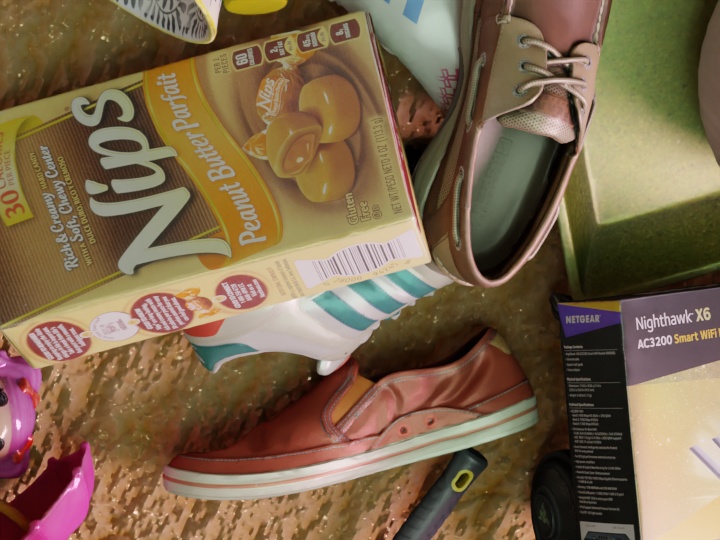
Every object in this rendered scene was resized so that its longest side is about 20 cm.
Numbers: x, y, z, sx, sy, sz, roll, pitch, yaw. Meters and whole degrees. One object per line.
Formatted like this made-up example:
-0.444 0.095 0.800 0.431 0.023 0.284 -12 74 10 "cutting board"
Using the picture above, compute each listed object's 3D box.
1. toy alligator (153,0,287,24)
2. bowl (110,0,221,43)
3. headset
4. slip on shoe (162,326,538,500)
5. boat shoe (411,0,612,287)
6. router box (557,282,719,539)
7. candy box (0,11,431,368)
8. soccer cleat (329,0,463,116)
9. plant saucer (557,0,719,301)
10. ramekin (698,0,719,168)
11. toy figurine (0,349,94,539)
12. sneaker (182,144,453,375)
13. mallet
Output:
-0.038 -0.151 1.087 0.054 0.200 0.059 8 74 -54 "toy alligator"
-0.116 -0.198 1.021 0.201 0.201 0.094 41 83 -23 "bowl"
0.143 0.105 1.264 0.123 0.094 0.200 -25 129 -9 "headset"
-0.008 0.078 1.214 0.200 0.074 0.061 -16 91 -6 "slip on shoe"
0.082 -0.083 1.091 0.076 0.072 0.200 9 106 -22 "boat shoe"
0.198 0.084 1.200 0.200 0.052 0.158 -7 91 -35 "router box"
-0.077 -0.038 1.102 0.200 0.116 0.055 -15 154 4 "candy box"
0.021 -0.139 1.140 0.086 0.070 0.200 -14 117 17 "soccer cleat"
0.180 -0.103 1.192 0.199 0.048 0.200 -15 114 -7 "plant saucer"
0.262 -0.089 1.137 0.200 0.098 0.201 -4 112 -11 "ramekin"
-0.221 0.088 1.153 0.184 0.150 0.201 6 85 -29 "toy figurine"
0.000 0.000 1.188 0.199 0.070 0.094 -12 126 -9 "sneaker"
0.011 0.182 1.264 0.066 0.041 0.200 38 101 -24 "mallet"
